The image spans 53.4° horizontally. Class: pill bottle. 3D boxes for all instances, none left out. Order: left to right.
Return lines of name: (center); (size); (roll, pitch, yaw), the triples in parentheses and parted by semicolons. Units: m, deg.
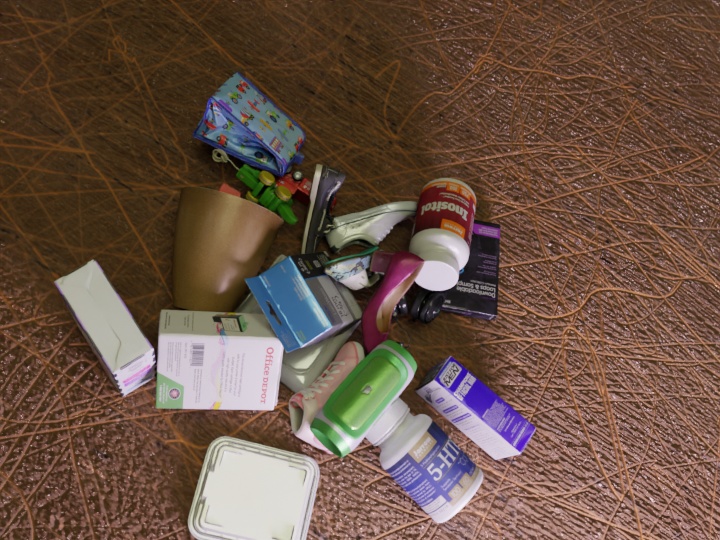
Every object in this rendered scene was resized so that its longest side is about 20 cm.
pill bottle: (0.103, 0.321, 1.239); (0.200, 0.120, 0.120); (45, 66, 4)
pill bottle: (0.152, -0.067, 1.338); (0.112, 0.113, 0.201); (19, 52, -7)

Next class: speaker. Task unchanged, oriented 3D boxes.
speaker: (0.007, 0.212, 1.199); (0.088, 0.088, 0.200); (42, 67, 3)

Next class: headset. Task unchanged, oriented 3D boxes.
headset: (0.096, 0.070, 1.354); (0.123, 0.094, 0.201); (9, 56, 15)

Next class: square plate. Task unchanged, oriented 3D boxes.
square plate: (-0.123, 0.096, 1.311); (0.200, 0.028, 0.199); (37, 66, 0)

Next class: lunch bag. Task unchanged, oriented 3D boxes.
lunch bag: (-0.192, -0.268, 1.367); (0.199, 0.094, 0.151); (31, 34, -8)

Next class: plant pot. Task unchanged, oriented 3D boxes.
plant pot: (-0.251, -0.019, 1.251); (0.185, 0.186, 0.201); (16, 80, -8)

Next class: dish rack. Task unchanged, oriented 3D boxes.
dish rack: (-0.173, 0.376, 1.189); (0.199, 0.044, 0.173); (16, 68, -8)

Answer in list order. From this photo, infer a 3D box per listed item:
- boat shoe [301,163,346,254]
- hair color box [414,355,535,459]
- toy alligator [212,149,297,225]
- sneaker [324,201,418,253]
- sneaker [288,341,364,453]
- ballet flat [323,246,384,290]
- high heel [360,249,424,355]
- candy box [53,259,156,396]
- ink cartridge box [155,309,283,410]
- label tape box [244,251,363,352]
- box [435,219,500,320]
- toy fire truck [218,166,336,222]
boat shoe: (-0.071, -0.093, 1.324); (0.062, 0.073, 0.201); (9, 108, -7)
hair color box: (0.205, 0.251, 1.297); (0.200, 0.109, 0.065); (39, 66, 1)
toy alligator: (-0.186, -0.160, 1.323); (0.200, 0.059, 0.054); (42, 26, 2)
sneaker: (0.025, -0.082, 1.399); (0.199, 0.073, 0.071); (-16, 84, -10)
sneaker: (-0.062, 0.208, 1.251); (0.104, 0.075, 0.202); (24, 69, -24)
ballet flat: (0.000, 0.000, 1.299); (0.074, 0.074, 0.200); (54, 27, 8)
high heel: (0.057, 0.065, 1.267); (0.067, 0.096, 0.202); (-15, 112, -57)
candy box: (-0.400, 0.099, 1.143); (0.071, 0.200, 0.168); (-33, 81, -22)
ink cartridge box: (-0.236, 0.150, 1.193); (0.198, 0.146, 0.084); (3, 26, -14)
label tape box: (-0.089, 0.048, 1.224); (0.145, 0.063, 0.200); (58, 23, 9)
box: (0.207, -0.009, 1.432); (0.142, 0.036, 0.202); (9, 70, -11)
toy fire truck: (-0.160, -0.133, 1.373); (0.199, 0.049, 0.142); (33, 66, -2)
